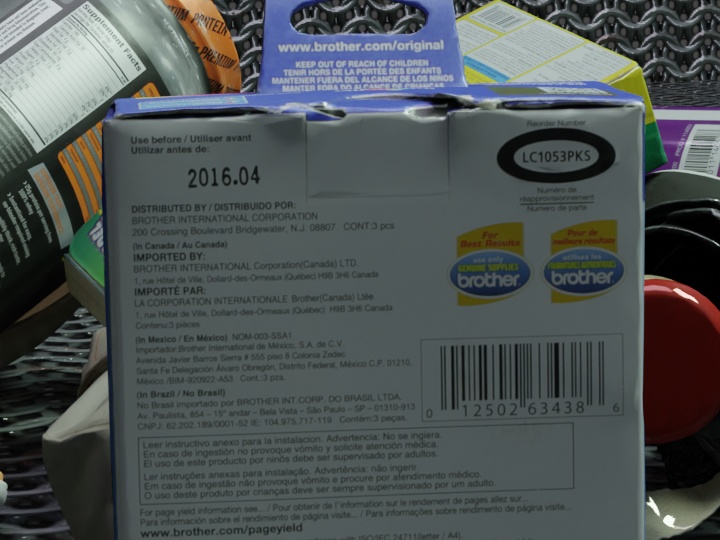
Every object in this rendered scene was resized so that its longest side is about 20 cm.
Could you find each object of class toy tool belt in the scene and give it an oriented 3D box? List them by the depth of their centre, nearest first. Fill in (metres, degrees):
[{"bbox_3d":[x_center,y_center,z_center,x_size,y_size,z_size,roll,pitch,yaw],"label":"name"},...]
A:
[{"bbox_3d":[0.010,0.043,0.763,0.200,0.125,0.123,-18,3,4],"label":"toy tool belt"}]

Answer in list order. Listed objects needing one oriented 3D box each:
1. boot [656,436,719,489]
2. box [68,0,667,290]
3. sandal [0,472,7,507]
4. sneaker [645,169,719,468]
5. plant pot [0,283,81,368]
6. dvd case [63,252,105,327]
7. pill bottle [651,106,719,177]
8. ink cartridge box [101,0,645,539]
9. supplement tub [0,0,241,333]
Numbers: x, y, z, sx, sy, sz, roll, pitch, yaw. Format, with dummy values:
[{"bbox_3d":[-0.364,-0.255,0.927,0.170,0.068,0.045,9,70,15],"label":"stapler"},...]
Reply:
[{"bbox_3d":[0.178,0.048,0.876,0.158,0.079,0.211,-1,7,4],"label":"boot"},{"bbox_3d":[-0.001,-0.028,0.933,0.200,0.048,0.117,-26,26,-15],"label":"box"},{"bbox_3d":[-0.196,0.043,0.963,0.207,0.059,0.079,12,-17,40],"label":"sandal"},{"bbox_3d":[0.111,-0.001,0.840,0.071,0.099,0.200,-38,32,10],"label":"sneaker"},{"bbox_3d":[-0.211,-0.023,1.177,0.200,0.200,0.134,-4,-28,-16],"label":"plant pot"},{"bbox_3d":[0.000,0.000,0.999,0.200,0.022,0.146,-15,23,-20],"label":"dvd case"},{"bbox_3d":[0.139,-0.030,1.317,0.200,0.113,0.112,3,9,30],"label":"pill bottle"},{"bbox_3d":[0.003,0.022,0.653,0.136,0.200,0.076,-2,8,-5],"label":"ink cartridge box"},{"bbox_3d":[-0.151,-0.050,1.057,0.200,0.123,0.123,-40,29,-30],"label":"supplement tub"}]
